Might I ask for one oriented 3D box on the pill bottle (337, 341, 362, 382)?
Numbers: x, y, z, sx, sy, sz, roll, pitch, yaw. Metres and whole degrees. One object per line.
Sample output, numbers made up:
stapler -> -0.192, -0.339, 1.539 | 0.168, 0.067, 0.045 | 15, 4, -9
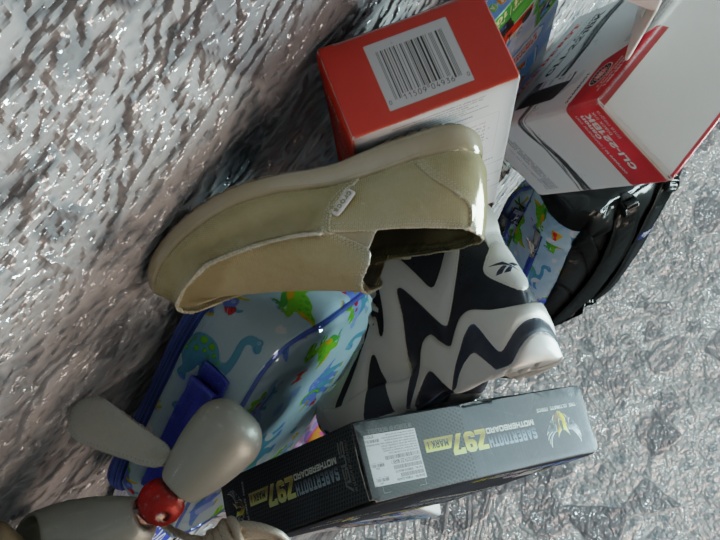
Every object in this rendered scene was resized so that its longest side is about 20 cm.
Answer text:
pill bottle -> 0.025, 0.088, 0.881 | 0.112, 0.111, 0.200 | -49, -179, -10

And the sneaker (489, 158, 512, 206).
sneaker -> 0.112, -0.085, 1.017 | 0.108, 0.067, 0.201 | -50, 165, 8

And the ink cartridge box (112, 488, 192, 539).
ink cartridge box -> -0.169, 0.205, 0.888 | 0.094, 0.044, 0.200 | -42, 165, -44

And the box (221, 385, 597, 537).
box -> 0.032, 0.129, 0.712 | 0.199, 0.051, 0.157 | -2, 161, -39

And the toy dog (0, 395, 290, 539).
toy dog -> -0.147, 0.141, 0.651 | 0.199, 0.096, 0.132 | -21, 121, -5

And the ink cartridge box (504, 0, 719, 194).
ink cartridge box -> 0.201, -0.141, 0.846 | 0.144, 0.084, 0.200 | -49, -167, -11

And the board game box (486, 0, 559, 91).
board game box -> 0.090, -0.156, 0.804 | 0.151, 0.037, 0.200 | -50, 169, -11

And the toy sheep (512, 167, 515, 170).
toy sheep -> 0.229, -0.148, 1.123 | 0.138, 0.138, 0.200 | -43, 161, -34

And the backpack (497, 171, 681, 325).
backpack -> 0.203, -0.035, 1.044 | 0.163, 0.154, 0.201 | -31, 141, -32

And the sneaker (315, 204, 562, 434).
sneaker -> 0.029, 0.024, 0.680 | 0.079, 0.130, 0.199 | -5, 163, -33

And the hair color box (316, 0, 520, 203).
hair color box -> 0.036, -0.084, 0.674 | 0.101, 0.062, 0.200 | -21, 164, -3

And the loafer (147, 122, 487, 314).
loafer -> -0.019, -0.017, 0.589 | 0.199, 0.069, 0.076 | -22, 161, 1

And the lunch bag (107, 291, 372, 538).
lunch bag -> -0.082, 0.079, 0.742 | 0.161, 0.082, 0.200 | -32, 156, -55

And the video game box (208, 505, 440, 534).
video game box -> -0.040, 0.211, 1.018 | 0.181, 0.047, 0.200 | -10, 159, 19

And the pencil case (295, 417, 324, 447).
pencil case -> -0.013, 0.112, 1.094 | 0.200, 0.087, 0.087 | -49, 168, -12

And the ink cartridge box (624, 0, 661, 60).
ink cartridge box -> 0.192, -0.253, 0.708 | 0.117, 0.067, 0.201 | -62, 172, -49
